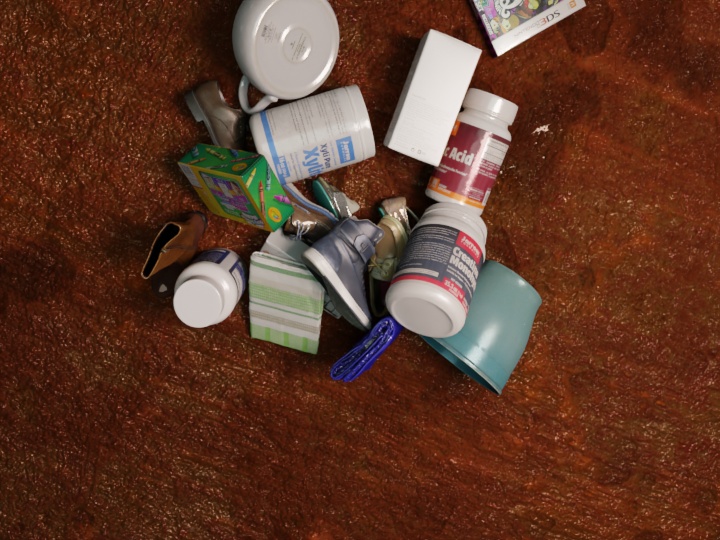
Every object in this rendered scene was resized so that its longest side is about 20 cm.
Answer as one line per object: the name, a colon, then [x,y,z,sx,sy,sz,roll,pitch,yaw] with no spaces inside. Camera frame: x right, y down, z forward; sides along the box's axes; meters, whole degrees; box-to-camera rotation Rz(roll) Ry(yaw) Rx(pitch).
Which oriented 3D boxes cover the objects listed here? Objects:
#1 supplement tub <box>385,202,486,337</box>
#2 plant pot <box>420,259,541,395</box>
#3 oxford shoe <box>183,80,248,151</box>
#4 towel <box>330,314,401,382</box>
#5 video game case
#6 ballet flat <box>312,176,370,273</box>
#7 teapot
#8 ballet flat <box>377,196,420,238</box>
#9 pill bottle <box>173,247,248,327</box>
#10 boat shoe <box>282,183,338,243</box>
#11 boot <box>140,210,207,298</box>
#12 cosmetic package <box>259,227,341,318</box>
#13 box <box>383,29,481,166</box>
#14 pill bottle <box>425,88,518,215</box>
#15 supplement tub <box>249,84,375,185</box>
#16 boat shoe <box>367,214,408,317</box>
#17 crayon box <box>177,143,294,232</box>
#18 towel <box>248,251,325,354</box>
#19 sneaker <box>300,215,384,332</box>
supplement tub: [0.135,-0.002,1.058,0.139,0.140,0.202,29,59,-8]
plant pot: [0.230,0.092,1.145,0.199,0.200,0.189,38,84,-9]
oxford shoe: [-0.230,-0.248,1.107,0.083,0.073,0.202,-30,102,3]
towel: [0.025,0.141,1.136,0.147,0.200,0.050,-43,83,8]
video game case: [0.274,-0.511,1.079,0.179,0.036,0.202,-28,102,3]
ballet flat: [-0.026,-0.090,1.159,0.071,0.072,0.203,-22,103,4]
teapot: [-0.142,-0.394,1.044,0.199,0.146,0.199,-36,134,-16]
ballet flat: [0.101,-0.048,1.167,0.066,0.068,0.203,-26,104,-7]
pill bottle: [-0.270,0.032,1.103,0.109,0.200,0.114,0,103,-1]
boat shoe: [-0.111,-0.087,1.121,0.199,0.072,0.073,38,134,10]
boot: [-0.340,-0.012,1.091,0.068,0.200,0.189,36,100,-9]
cosmetic package: [-0.099,0.005,1.160,0.198,0.051,0.083,34,137,-8]
box: [0.121,-0.298,1.078,0.096,0.125,0.203,19,102,-6]
pill bottle: [0.201,-0.212,1.105,0.112,0.114,0.203,19,102,-6]
supplement tub: [-0.084,-0.235,1.077,0.196,0.132,0.134,-17,103,-2]
boat shoe: [0.049,-0.001,1.140,0.073,0.066,0.203,20,127,37]
crayon box: [-0.215,-0.144,1.054,0.058,0.198,0.120,-49,134,-24]
towel: [-0.139,0.063,1.159,0.146,0.031,0.203,15,128,8]
sneaker: [0.001,0.000,1.086,0.146,0.076,0.204,-46,125,-21]
